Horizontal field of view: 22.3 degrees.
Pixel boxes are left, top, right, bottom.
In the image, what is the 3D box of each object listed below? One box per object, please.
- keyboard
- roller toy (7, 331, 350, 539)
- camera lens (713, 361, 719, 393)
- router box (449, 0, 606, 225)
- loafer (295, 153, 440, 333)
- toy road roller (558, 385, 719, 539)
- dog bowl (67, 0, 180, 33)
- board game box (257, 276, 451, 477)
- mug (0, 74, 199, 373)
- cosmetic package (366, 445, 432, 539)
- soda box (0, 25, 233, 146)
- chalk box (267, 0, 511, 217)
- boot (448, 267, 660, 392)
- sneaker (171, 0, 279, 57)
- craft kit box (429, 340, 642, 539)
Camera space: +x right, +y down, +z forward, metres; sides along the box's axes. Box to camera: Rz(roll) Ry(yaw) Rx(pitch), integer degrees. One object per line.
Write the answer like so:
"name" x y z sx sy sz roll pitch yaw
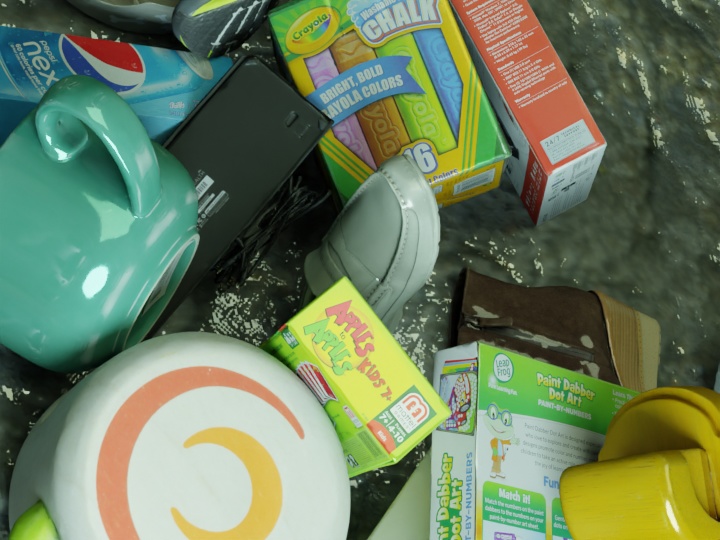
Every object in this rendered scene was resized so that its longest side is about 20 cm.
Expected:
"keyboard" -0.100 -0.036 1.202 0.104 0.040 0.200 41 85 -1
"roller toy" -0.108 0.138 1.081 0.199 0.140 0.184 20 67 -20
"camera lens" 0.396 0.099 1.428 0.199 0.160 0.161 -5 69 -35
"router box" 0.112 -0.138 1.346 0.049 0.200 0.180 -28 80 -1
"loafer" 0.000 0.000 1.190 0.069 0.201 0.070 -19 61 -26
"toy road roller" 0.198 0.171 1.101 0.145 0.122 0.202 2 77 -43
"dog bowl" -0.159 -0.259 1.310 0.199 0.059 0.202 15 59 -27
"board game box" -0.018 0.075 1.135 0.048 0.200 0.102 -38 90 -18
"mug" -0.166 -0.018 1.083 0.114 0.185 0.153 32 83 3
"cosmetic package" 0.053 0.196 1.173 0.073 0.104 0.200 12 45 27
"soda box" -0.177 -0.108 1.206 0.199 0.068 0.065 4 54 -33
"chalk box" 0.010 -0.139 1.276 0.123 0.125 0.201 -22 83 -2
"boot" 0.139 0.102 1.330 0.165 0.072 0.202 12 61 -15
"sneaker" -0.083 -0.217 1.262 0.081 0.074 0.200 38 41 -1
"craft kit box" 0.125 0.162 1.148 0.199 0.048 0.199 19 68 -40
